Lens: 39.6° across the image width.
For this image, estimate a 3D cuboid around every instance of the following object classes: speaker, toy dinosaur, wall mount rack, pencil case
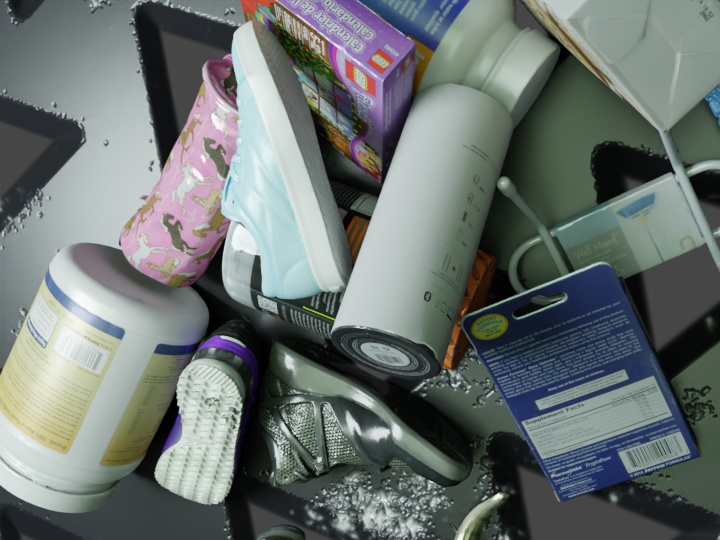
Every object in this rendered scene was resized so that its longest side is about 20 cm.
[{"bbox_3d":[0.047,-0.030,0.704,0.081,0.081,0.201,12,66,15],"label":"speaker"},{"bbox_3d":[0.062,0.274,0.852,0.087,0.047,0.202,12,98,1],"label":"toy dinosaur"},{"bbox_3d":[0.193,-0.035,0.747,0.199,0.075,0.174,-25,114,17],"label":"wall mount rack"},{"bbox_3d":[-0.130,-0.079,0.830,0.086,0.083,0.200,39,124,4],"label":"pencil case"}]

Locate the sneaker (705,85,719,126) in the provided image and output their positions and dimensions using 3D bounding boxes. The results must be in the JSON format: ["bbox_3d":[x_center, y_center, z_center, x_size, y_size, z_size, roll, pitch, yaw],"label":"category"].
[{"bbox_3d":[0.288,-0.163,0.741,0.086,0.075,0.201,-31,85,-3],"label":"sneaker"}]

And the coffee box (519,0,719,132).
[{"bbox_3d":[0.164,-0.192,0.686,0.080,0.200,0.113,-43,120,14],"label":"coffee box"}]

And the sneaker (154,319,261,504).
[{"bbox_3d":[-0.124,0.122,0.880,0.069,0.100,0.201,22,132,-1],"label":"sneaker"}]

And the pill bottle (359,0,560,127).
[{"bbox_3d":[0.050,-0.191,0.778,0.199,0.112,0.112,36,104,11],"label":"pill bottle"}]

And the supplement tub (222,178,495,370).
[{"bbox_3d":[0.000,0.000,0.805,0.199,0.122,0.123,22,101,14],"label":"supplement tub"}]

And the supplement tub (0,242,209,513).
[{"bbox_3d":[-0.234,0.093,0.872,0.144,0.144,0.201,31,102,12],"label":"supplement tub"}]

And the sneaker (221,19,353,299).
[{"bbox_3d":[-0.071,-0.072,0.713,0.081,0.074,0.201,-15,95,12],"label":"sneaker"}]

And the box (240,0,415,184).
[{"bbox_3d":[-0.024,-0.153,0.761,0.137,0.200,0.039,39,79,11],"label":"box"}]

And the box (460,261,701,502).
[{"bbox_3d":[0.169,0.083,0.763,0.120,0.032,0.201,-22,118,17],"label":"box"}]

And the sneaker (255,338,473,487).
[{"bbox_3d":[-0.005,0.148,0.847,0.198,0.076,0.115,25,103,16],"label":"sneaker"}]

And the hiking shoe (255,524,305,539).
[{"bbox_3d":[-0.053,0.327,0.861,0.075,0.101,0.201,-29,86,18],"label":"hiking shoe"}]
